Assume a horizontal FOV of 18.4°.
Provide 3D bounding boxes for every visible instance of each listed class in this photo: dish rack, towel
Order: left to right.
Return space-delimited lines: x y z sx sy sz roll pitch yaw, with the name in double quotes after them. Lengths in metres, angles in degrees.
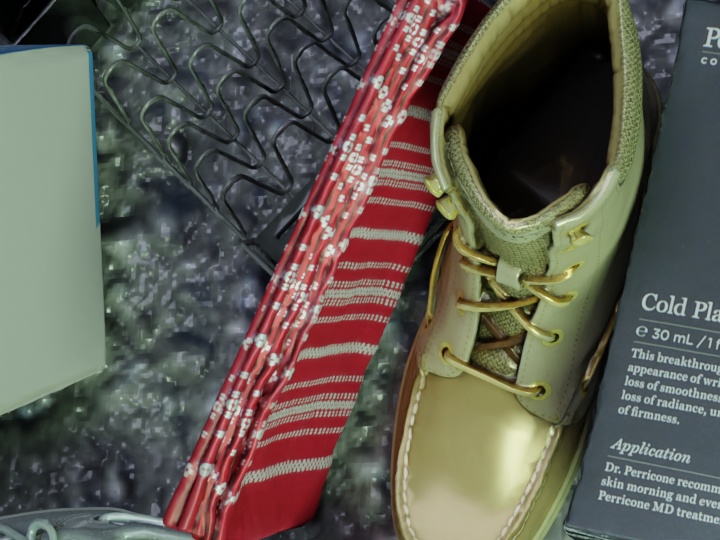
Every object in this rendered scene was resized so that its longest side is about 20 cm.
-0.031 -0.089 0.853 0.154 0.055 0.200 -47 66 0 "dish rack"
0.000 0.000 0.747 0.022 0.145 0.201 25 94 12 "towel"

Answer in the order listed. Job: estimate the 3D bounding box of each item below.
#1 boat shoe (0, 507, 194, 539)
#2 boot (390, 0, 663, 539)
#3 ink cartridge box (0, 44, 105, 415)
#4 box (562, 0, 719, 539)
-0.066 0.121 0.771 0.200 0.065 0.075 9 75 7 "boat shoe"
0.050 0.006 0.735 0.072 0.155 0.202 20 85 11 "boot"
-0.212 -0.017 0.824 0.198 0.125 0.130 2 100 21 "ink cartridge box"
0.188 0.026 0.717 0.198 0.104 0.184 11 77 20 "box"
